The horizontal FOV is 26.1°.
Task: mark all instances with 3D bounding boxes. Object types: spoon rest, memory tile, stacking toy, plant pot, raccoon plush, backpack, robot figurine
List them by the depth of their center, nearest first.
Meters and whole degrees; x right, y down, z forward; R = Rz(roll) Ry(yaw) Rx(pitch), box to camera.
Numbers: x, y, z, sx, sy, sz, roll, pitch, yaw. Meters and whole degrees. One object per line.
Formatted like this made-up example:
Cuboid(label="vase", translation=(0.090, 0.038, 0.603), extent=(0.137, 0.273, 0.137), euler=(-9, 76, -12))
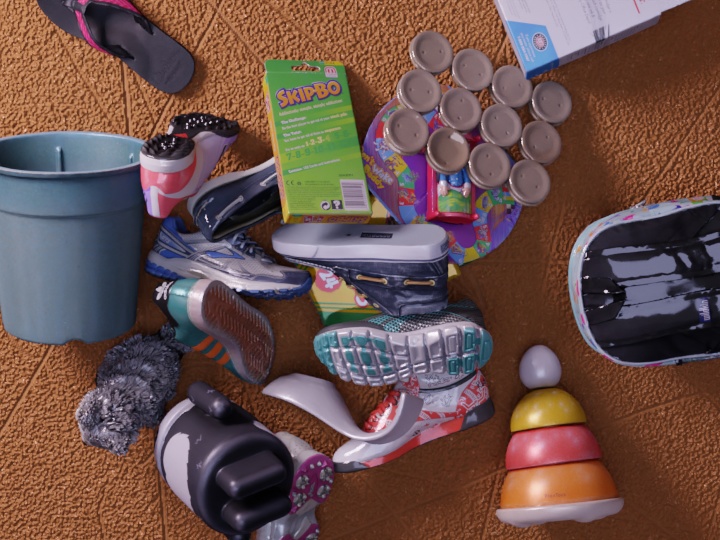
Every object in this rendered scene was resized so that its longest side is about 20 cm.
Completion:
Cuboid(label="plant pot", translation=(-0.320, -0.035, 1.696), extent=(0.197, 0.201, 0.199), euler=(2, 108, 1))
Cuboid(label="memory tile", translation=(0.130, -0.165, 1.698), extent=(0.198, 0.017, 0.155), euler=(21, 69, -12))
Cuboid(label="backpack", translation=(0.326, 0.013, 1.700), extent=(0.197, 0.151, 0.180), euler=(-12, 96, -4))
Cuboid(label="robot figurine", translation=(-0.152, 0.215, 1.720), extent=(0.124, 0.200, 0.152), euler=(25, 93, -35))
Cuboid(label="spoon rest", translation=(-0.025, 0.154, 1.726), extent=(0.198, 0.099, 0.061), euler=(5, 78, 38))
Cuboid(label="raccoon plush", translation=(-0.249, 0.111, 1.731), extent=(0.096, 0.134, 0.202), euler=(25, 103, -1))
Cuboid(label="stacking toy", translation=(0.217, 0.184, 1.759), extent=(0.144, 0.146, 0.203), euler=(-5, 82, 2))

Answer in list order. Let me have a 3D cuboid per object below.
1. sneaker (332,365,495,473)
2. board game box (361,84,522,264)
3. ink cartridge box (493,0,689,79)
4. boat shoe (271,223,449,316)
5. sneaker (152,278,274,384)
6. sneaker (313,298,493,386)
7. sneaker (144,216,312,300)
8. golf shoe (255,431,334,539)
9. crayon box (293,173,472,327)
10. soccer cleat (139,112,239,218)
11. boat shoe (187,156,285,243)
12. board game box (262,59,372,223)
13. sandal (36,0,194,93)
Cuboid(label="sneaker", translation=(0.045, 0.149, 1.772), extent=(0.199, 0.067, 0.109), euler=(-22, 97, 1))
Cuboid(label="board game box", translation=(0.097, -0.108, 1.706), extent=(0.158, 0.039, 0.200), euler=(-44, 97, -21))
Cuboid(label="ink cartridge box", translation=(0.250, -0.301, 1.684), extent=(0.198, 0.068, 0.117), euler=(-22, 87, 5))
Cuboid(label="boat shoe", translation=(0.000, 0.000, 1.693), extent=(0.197, 0.071, 0.092), euler=(4, 119, 15))
Cuboid(label="sneaker", translation=(-0.161, 0.062, 1.726), extent=(0.079, 0.200, 0.072), euler=(10, 64, 28))
Cuboid(label="sneaker", translation=(0.048, 0.072, 1.721), extent=(0.197, 0.092, 0.078), euler=(-2, 123, 6))
Cuboid(label="sneaker", translation=(-0.145, -0.019, 1.731), extent=(0.197, 0.077, 0.086), euler=(11, 87, 15))
Cuboid(label="golf shoe", translation=(-0.091, 0.277, 1.800), extent=(0.091, 0.075, 0.202), euler=(40, 121, 38))
Cuboid(label="crayon box", translation=(0.027, -0.026, 1.751), extent=(0.198, 0.051, 0.128), euler=(-26, 97, 5))
Cuboid(label="soccer cleat", translation=(-0.185, -0.119, 1.673), extent=(0.067, 0.200, 0.074), euler=(12, 112, 12))
Cuboid(label="boat shoe", translation=(-0.091, -0.089, 1.705), extent=(0.198, 0.075, 0.062), euler=(-21, 57, -20))
Cuboid(label="board game box", translation=(-0.049, -0.142, 1.686), extent=(0.094, 0.030, 0.202), euler=(0, 63, -18))
Cuboid(label="sandal", translation=(-0.270, -0.269, 1.720), extent=(0.199, 0.045, 0.076), euler=(34, 98, -4))
